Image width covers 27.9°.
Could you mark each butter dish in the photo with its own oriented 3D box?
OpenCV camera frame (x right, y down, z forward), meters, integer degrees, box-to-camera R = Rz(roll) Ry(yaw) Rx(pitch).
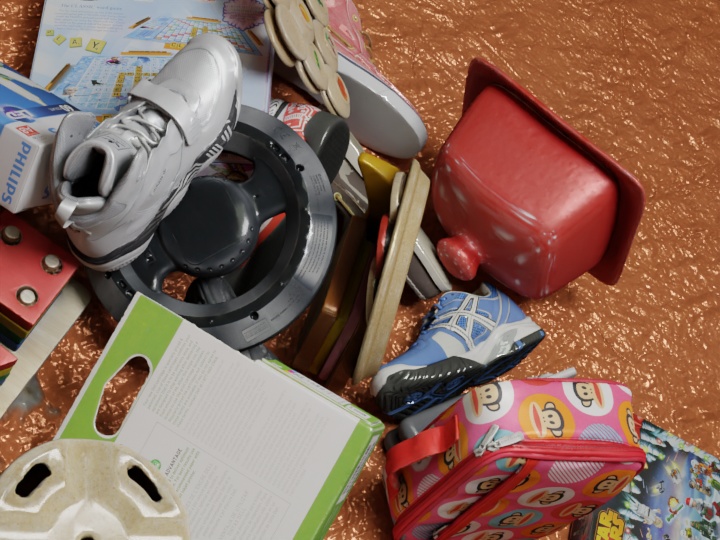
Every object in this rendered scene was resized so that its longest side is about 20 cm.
[{"bbox_3d":[0.128,-0.050,1.271,0.148,0.200,0.200,-42,71,-18],"label":"butter dish"}]

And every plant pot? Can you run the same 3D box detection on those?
[{"bbox_3d":[-0.200,0.201,0.930,0.199,0.184,0.202,14,56,-22],"label":"plant pot"}]

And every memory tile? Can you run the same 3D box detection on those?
[{"bbox_3d":[-0.057,-0.236,1.240,0.153,0.017,0.201,43,30,-57],"label":"memory tile"}]

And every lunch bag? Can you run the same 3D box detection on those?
[{"bbox_3d":[0.105,0.151,1.126,0.175,0.200,0.082,5,58,-24],"label":"lunch bag"}]

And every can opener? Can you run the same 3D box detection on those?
[{"bbox_3d":[0.115,0.132,1.238,0.199,0.053,0.067,-18,73,-35],"label":"can opener"}]

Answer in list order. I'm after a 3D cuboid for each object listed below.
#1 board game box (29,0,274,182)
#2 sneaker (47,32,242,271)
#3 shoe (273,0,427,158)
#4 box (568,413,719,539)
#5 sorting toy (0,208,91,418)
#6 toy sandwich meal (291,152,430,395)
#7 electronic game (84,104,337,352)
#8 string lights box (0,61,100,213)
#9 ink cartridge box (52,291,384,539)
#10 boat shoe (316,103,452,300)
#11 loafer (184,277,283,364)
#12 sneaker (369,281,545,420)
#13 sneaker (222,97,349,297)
[{"bbox_3d":[-0.172,-0.162,1.208,0.199,0.041,0.201,4,58,-1],"label":"board game box"},{"bbox_3d":[-0.155,-0.098,1.049,0.075,0.115,0.201,30,81,11],"label":"sneaker"},{"bbox_3d":[-0.008,-0.194,1.349,0.200,0.072,0.091,36,54,-3],"label":"shoe"},{"bbox_3d":[0.252,0.232,1.265,0.136,0.040,0.201,27,52,-12],"label":"box"},{"bbox_3d":[-0.319,0.018,1.044,0.200,0.070,0.199,37,51,-6],"label":"sorting toy"},{"bbox_3d":[0.000,0.000,1.160,0.070,0.206,0.206,15,54,0],"label":"toy sandwich meal"},{"bbox_3d":[-0.116,-0.033,1.111,0.199,0.042,0.201,-1,76,5],"label":"electronic game"},{"bbox_3d":[-0.295,-0.121,1.086,0.199,0.059,0.103,31,21,15],"label":"string lights box"},{"bbox_3d":[-0.105,0.126,1.057,0.199,0.076,0.148,30,90,9],"label":"ink cartridge box"},{"bbox_3d":[0.005,-0.051,1.279,0.200,0.059,0.072,54,9,4],"label":"boat shoe"},{"bbox_3d":[-0.081,0.096,1.137,0.070,0.068,0.202,-17,79,-33],"label":"loafer"},{"bbox_3d":[0.072,0.068,1.246,0.199,0.076,0.077,-19,66,-47],"label":"sneaker"},{"bbox_3d":[-0.098,-0.056,1.225,0.107,0.067,0.202,21,75,27],"label":"sneaker"}]
